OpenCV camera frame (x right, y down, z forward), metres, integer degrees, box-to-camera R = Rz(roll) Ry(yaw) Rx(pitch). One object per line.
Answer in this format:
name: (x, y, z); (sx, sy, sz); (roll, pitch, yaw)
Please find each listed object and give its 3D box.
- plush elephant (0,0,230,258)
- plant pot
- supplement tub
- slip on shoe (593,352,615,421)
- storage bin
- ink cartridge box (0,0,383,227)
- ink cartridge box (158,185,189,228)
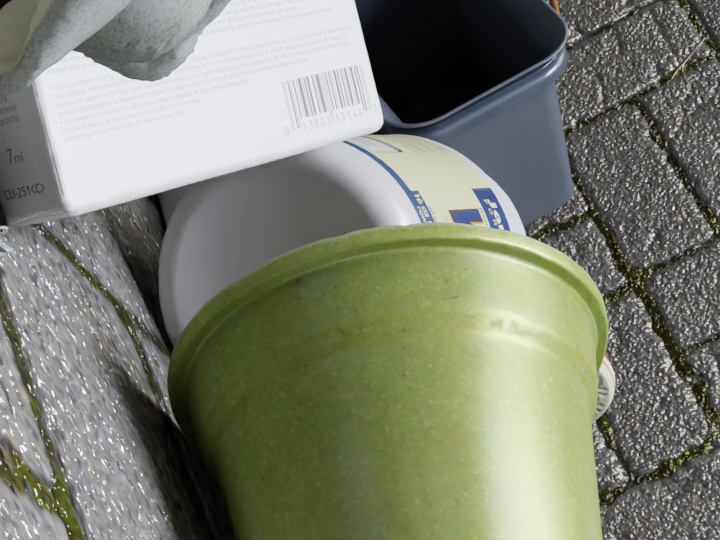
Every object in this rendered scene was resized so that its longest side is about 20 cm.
plush elephant: (-0.112, -0.103, 0.538); (0.200, 0.155, 0.165); (61, 5, -7)
plant pot: (0.026, 0.113, 0.759); (0.200, 0.200, 0.184); (56, 18, -51)
supplement tub: (0.000, 0.000, 0.956); (0.145, 0.145, 0.200); (63, 23, 8)
slip on shoe: (0.059, 0.087, 1.055); (0.074, 0.200, 0.061); (54, 24, -18)
storage bin: (0.061, -0.118, 1.145); (0.200, 0.145, 0.134); (53, -10, 46)
ink cartridge box: (-0.083, -0.125, 0.767); (0.200, 0.045, 0.176); (-20, 100, -49)
ink cartridge box: (-0.068, -0.023, 1.103); (0.200, 0.067, 0.116); (59, 6, -37)
